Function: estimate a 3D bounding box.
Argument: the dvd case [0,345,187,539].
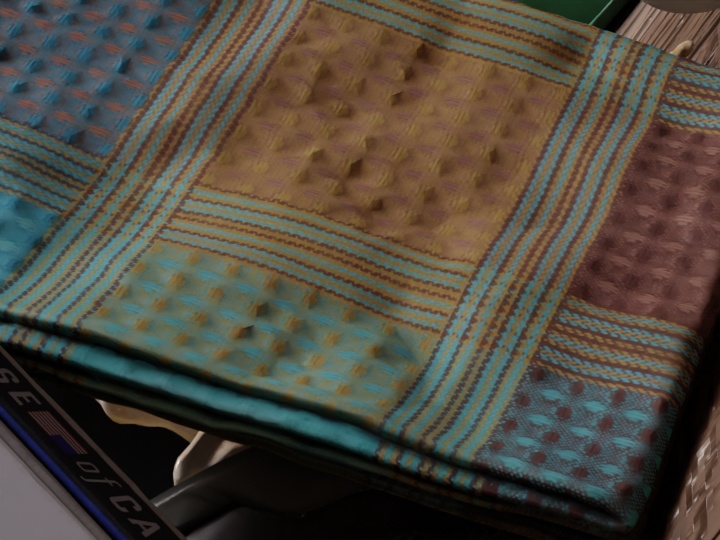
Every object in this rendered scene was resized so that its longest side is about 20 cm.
[{"bbox_3d":[-0.087,0.092,0.466,0.150,0.200,0.025,-54,-24,18],"label":"dvd case"}]

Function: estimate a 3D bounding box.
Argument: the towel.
[{"bbox_3d":[-0.021,-0.023,0.539,0.147,0.199,0.022,-62,-16,-44],"label":"towel"}]

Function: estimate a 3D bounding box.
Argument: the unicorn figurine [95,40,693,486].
[{"bbox_3d":[0.000,0.000,0.672,0.074,0.137,0.201,-36,33,46],"label":"unicorn figurine"}]

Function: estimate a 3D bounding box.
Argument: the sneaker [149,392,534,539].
[{"bbox_3d":[-0.028,0.103,0.518,0.199,0.114,0.076,-28,-20,-6],"label":"sneaker"}]

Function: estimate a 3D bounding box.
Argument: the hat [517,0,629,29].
[{"bbox_3d":[0.040,-0.180,0.981,0.166,0.176,0.200,-53,6,33],"label":"hat"}]

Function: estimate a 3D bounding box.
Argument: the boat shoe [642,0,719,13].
[{"bbox_3d":[0.126,-0.153,0.648,0.200,0.071,0.064,-55,4,-7],"label":"boat shoe"}]

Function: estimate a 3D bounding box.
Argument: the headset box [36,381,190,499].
[{"bbox_3d":[-0.126,0.059,0.750,0.200,0.174,0.093,-42,-23,-11],"label":"headset box"}]

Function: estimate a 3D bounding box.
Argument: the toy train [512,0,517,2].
[{"bbox_3d":[0.022,-0.059,1.104,0.200,0.034,0.046,-60,3,18],"label":"toy train"}]
